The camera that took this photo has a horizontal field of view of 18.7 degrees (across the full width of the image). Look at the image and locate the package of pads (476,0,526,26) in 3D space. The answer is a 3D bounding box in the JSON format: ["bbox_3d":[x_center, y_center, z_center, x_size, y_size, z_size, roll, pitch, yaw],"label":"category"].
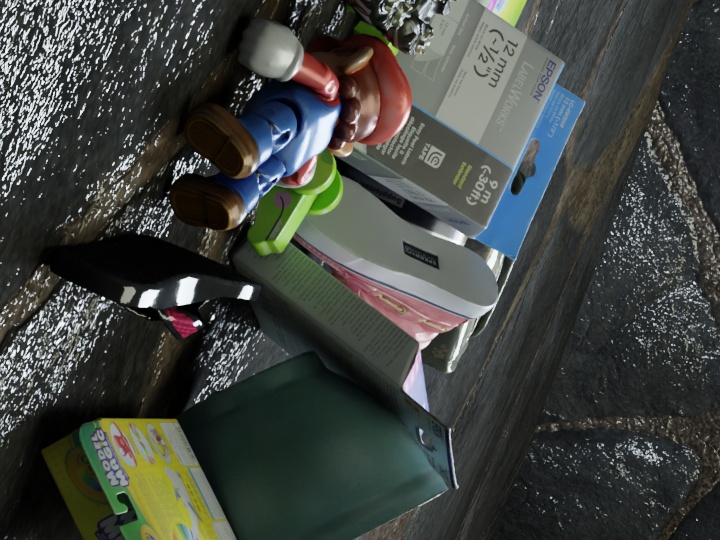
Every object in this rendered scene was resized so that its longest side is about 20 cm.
[{"bbox_3d":[0.108,-0.270,1.715,0.155,0.068,0.200,-66,171,2],"label":"package of pads"}]

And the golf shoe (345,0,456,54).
[{"bbox_3d":[0.007,-0.192,1.350,0.077,0.088,0.200,-55,170,-8],"label":"golf shoe"}]

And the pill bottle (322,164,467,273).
[{"bbox_3d":[0.045,-0.073,1.722,0.200,0.111,0.111,-67,169,5],"label":"pill bottle"}]

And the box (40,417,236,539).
[{"bbox_3d":[-0.133,0.152,1.356,0.048,0.117,0.200,-28,171,5],"label":"box"}]

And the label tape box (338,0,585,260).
[{"bbox_3d":[0.083,-0.111,1.621,0.066,0.200,0.143,9,-108,62],"label":"label tape box"}]

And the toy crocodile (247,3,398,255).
[{"bbox_3d":[-0.025,-0.101,1.500,0.200,0.062,0.068,-60,169,-4],"label":"toy crocodile"}]

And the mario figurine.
[{"bbox_3d":[-0.054,-0.100,1.373,0.123,0.106,0.200,-28,-175,41],"label":"mario figurine"}]

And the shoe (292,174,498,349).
[{"bbox_3d":[0.000,0.000,1.614,0.091,0.200,0.072,-37,-140,37],"label":"shoe"}]

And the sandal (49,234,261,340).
[{"bbox_3d":[-0.121,0.013,1.247,0.200,0.075,0.045,-4,115,-69],"label":"sandal"}]

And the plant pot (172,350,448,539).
[{"bbox_3d":[-0.057,0.140,1.538,0.200,0.134,0.200,-27,174,-3],"label":"plant pot"}]

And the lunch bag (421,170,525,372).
[{"bbox_3d":[0.077,-0.021,1.940,0.200,0.118,0.164,-50,162,-72],"label":"lunch bag"}]

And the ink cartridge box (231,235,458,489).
[{"bbox_3d":[0.002,0.064,1.583,0.043,0.200,0.196,-50,166,-11],"label":"ink cartridge box"}]
